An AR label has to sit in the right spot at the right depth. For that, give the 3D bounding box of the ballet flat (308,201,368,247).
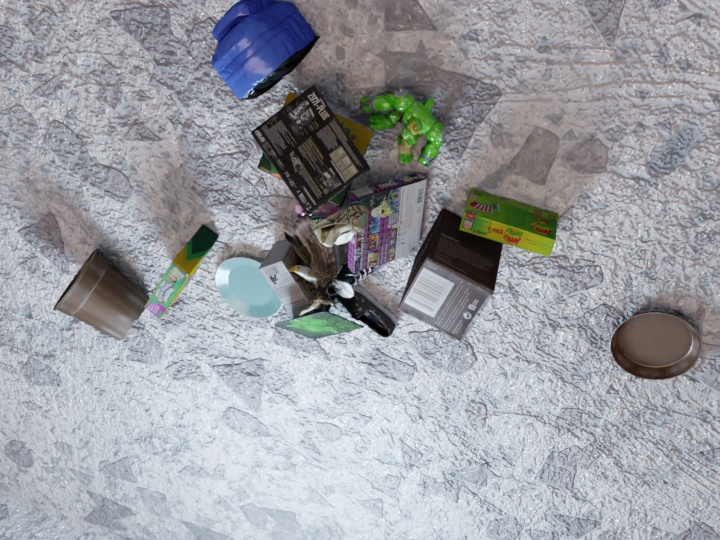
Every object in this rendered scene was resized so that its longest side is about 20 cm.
[{"bbox_3d":[-0.053,-0.090,1.553,0.067,0.077,0.199,13,165,-34],"label":"ballet flat"}]

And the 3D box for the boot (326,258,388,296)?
[{"bbox_3d":[0.000,0.000,1.763,0.199,0.091,0.073,-30,112,35],"label":"boot"}]

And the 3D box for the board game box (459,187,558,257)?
[{"bbox_3d":[0.318,-0.104,1.563,0.197,0.102,0.048,17,131,7],"label":"board game box"}]

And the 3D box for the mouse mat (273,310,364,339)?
[{"bbox_3d":[-0.100,0.138,1.817,0.159,0.008,0.199,-15,157,26],"label":"mouse mat"}]

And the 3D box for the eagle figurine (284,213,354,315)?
[{"bbox_3d":[-0.106,-0.015,1.696,0.149,0.204,0.151,-12,161,17],"label":"eagle figurine"}]

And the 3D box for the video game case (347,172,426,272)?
[{"bbox_3d":[0.058,-0.105,1.626,0.036,0.179,0.203,47,146,42],"label":"video game case"}]

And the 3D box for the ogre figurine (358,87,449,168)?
[{"bbox_3d":[0.098,-0.303,1.505,0.202,0.098,0.119,56,143,-5],"label":"ogre figurine"}]

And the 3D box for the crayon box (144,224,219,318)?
[{"bbox_3d":[-0.459,0.003,1.878,0.058,0.174,0.200,35,130,-9],"label":"crayon box"}]

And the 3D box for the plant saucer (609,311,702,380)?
[{"bbox_3d":[0.677,0.167,1.680,0.196,0.035,0.203,9,127,12],"label":"plant saucer"}]

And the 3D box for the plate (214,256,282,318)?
[{"bbox_3d":[-0.292,0.042,1.944,0.196,0.026,0.203,11,128,13],"label":"plate"}]

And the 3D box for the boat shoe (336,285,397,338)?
[{"bbox_3d":[0.005,0.104,1.854,0.199,0.067,0.070,39,129,-11],"label":"boat shoe"}]

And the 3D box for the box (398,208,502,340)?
[{"bbox_3d":[0.203,0.007,1.624,0.162,0.201,0.167,26,130,-1],"label":"box"}]

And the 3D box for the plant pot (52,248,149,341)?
[{"bbox_3d":[-0.708,0.080,2.025,0.197,0.202,0.199,38,129,-20],"label":"plant pot"}]

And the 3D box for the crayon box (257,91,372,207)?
[{"bbox_3d":[-0.096,-0.257,1.566,0.197,0.058,0.175,25,97,-1],"label":"crayon box"}]

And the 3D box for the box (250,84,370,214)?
[{"bbox_3d":[-0.099,-0.243,1.487,0.163,0.086,0.201,-36,94,4],"label":"box"}]

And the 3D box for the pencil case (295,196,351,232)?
[{"bbox_3d":[-0.047,-0.133,1.686,0.197,0.088,0.088,17,130,6],"label":"pencil case"}]

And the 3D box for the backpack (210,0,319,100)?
[{"bbox_3d":[-0.209,-0.439,1.440,0.168,0.201,0.162,44,128,-16],"label":"backpack"}]

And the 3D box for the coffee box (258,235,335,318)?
[{"bbox_3d":[-0.155,0.031,1.829,0.079,0.114,0.202,-17,119,29],"label":"coffee box"}]
